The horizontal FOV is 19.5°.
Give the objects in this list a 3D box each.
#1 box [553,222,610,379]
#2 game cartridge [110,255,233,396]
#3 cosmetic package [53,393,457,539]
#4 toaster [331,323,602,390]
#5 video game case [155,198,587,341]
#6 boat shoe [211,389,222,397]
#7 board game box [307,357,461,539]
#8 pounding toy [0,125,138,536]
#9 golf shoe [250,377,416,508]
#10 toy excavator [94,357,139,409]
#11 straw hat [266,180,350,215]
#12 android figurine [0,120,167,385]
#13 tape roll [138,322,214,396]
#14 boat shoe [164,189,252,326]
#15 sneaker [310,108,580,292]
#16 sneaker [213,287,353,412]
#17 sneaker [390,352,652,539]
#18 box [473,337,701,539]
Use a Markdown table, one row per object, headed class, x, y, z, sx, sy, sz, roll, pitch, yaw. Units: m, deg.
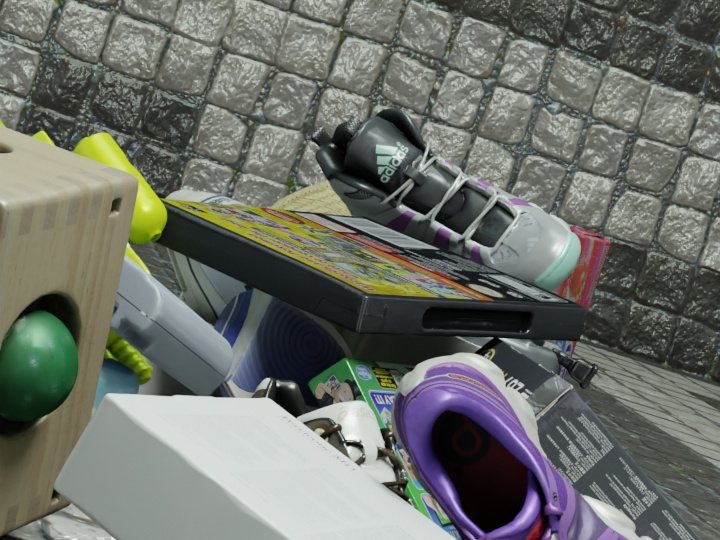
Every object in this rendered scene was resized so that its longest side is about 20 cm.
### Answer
| class | x | y | z | sx | sy | sz | roll | pitch | yaw |
| --- | --- | --- | --- | --- | --- | --- | --- | --- | --- |
| box | 0.088 | 0.054 | 1.465 | 0.099 | 0.201 | 0.095 | 21 | 6 | 25 |
| game cartridge | -0.156 | -0.012 | 1.093 | 0.200 | 0.041 | 0.133 | 37 | -8 | 22 |
| cosmetic package | -0.009 | 0.126 | 0.871 | 0.200 | 0.052 | 0.151 | 35 | 12 | 22 |
| toaster | 0.042 | 0.081 | 1.350 | 0.199 | 0.130 | 0.114 | 23 | 6 | 7 |
| video game case | 0.000 | 0.000 | 1.213 | 0.180 | 0.026 | 0.200 | 4 | 14 | -44 |
| boat shoe | -0.126 | 0.060 | 1.463 | 0.199 | 0.071 | 0.070 | 16 | -27 | -17 |
| board game box | 0.056 | 0.118 | 1.165 | 0.200 | 0.029 | 0.135 | 11 | 48 | -62 |
| pounding toy | -0.175 | 0.032 | 0.913 | 0.199 | 0.185 | 0.142 | 20 | 17 | 22 |
| golf shoe | -0.006 | 0.115 | 1.022 | 0.200 | 0.095 | 0.078 | 24 | 6 | 42 |
| toy excavator | -0.143 | 0.075 | 1.077 | 0.199 | 0.100 | 0.194 | 32 | 3 | -2 |
| straw hat | -0.008 | 0.034 | 1.511 | 0.200 | 0.202 | 0.085 | 18 | 12 | -6 |
| android figurine | -0.195 | 0.003 | 1.187 | 0.200 | 0.182 | 0.041 | 53 | -11 | 21 |
| tape roll | -0.191 | 0.042 | 1.303 | 0.201 | 0.071 | 0.202 | 19 | 4 | -2 |
| boat shoe | -0.085 | 0.028 | 1.398 | 0.086 | 0.075 | 0.202 | 25 | -30 | 47 |
| sneaker | 0.039 | -0.050 | 1.331 | 0.199 | 0.078 | 0.140 | 15 | -26 | 47 |
| sneaker | -0.032 | 0.091 | 1.238 | 0.199 | 0.081 | 0.115 | 42 | -20 | -33 |
| sneaker | 0.080 | 0.130 | 0.954 | 0.200 | 0.081 | 0.083 | 48 | 9 | -3 |
| box | 0.138 | 0.132 | 1.124 | 0.200 | 0.049 | 0.161 | 49 | -4 | -13 |
